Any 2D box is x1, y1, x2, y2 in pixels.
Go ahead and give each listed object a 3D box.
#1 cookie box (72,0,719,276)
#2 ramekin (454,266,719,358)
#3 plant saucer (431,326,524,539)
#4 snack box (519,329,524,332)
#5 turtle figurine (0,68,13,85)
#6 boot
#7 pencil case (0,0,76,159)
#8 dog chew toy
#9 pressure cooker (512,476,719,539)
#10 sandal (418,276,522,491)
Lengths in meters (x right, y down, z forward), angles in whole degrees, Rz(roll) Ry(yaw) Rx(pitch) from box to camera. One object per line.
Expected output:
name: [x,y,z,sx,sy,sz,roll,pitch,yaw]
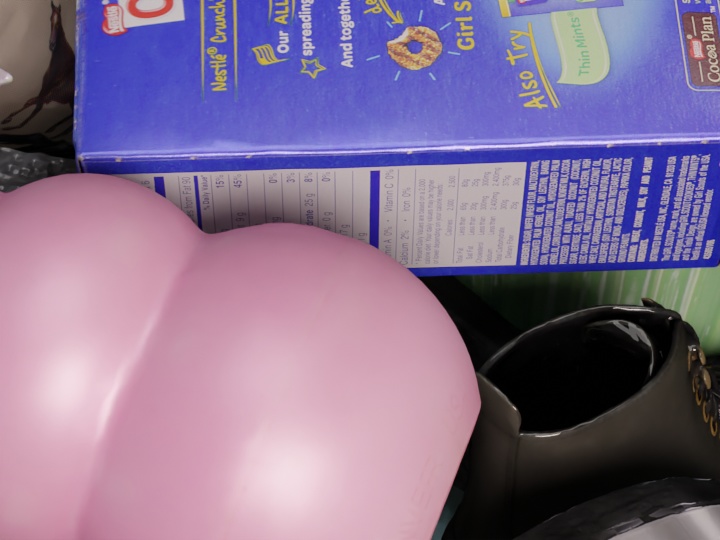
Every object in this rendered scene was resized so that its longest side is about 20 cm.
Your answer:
cookie box: [0.012,-0.084,0.772,0.199,0.075,0.172,-1,55,-1]
ramekin: [0.105,-0.064,0.867,0.199,0.098,0.200,1,55,-1]
plant saucer: [0.007,0.089,0.834,0.199,0.027,0.201,0,50,0]
snack box: [0.020,-0.065,0.954,0.200,0.037,0.116,34,60,24]
turtle figurine: [-0.178,-0.006,0.843,0.193,0.201,0.144,19,18,20]
boot: [0.113,0.044,0.766,0.200,0.139,0.077,-31,57,-26]
pencil case: [-0.128,-0.090,0.866,0.078,0.200,0.090,-12,78,33]
dog chew toy: [-0.070,0.029,0.672,0.200,0.125,0.125,23,53,3]
pressure cooker: [0.103,0.178,0.666,0.178,0.176,0.200,-12,50,-32]
sandal: [0.000,0.001,0.856,0.048,0.075,0.200,-18,56,-47]
